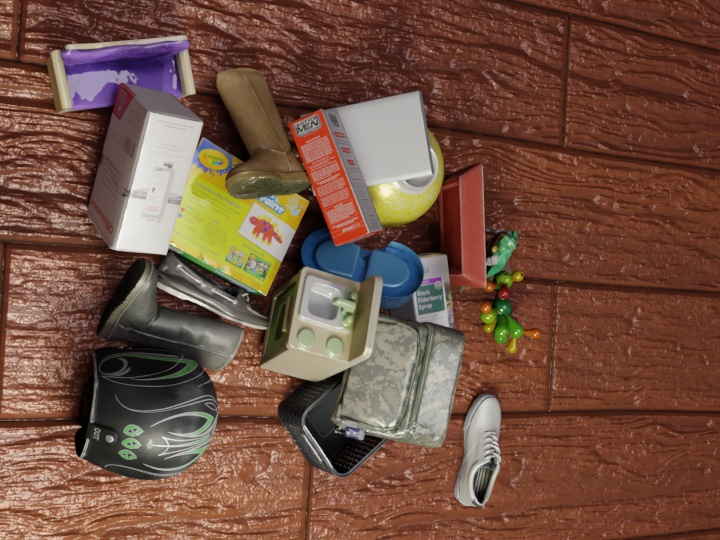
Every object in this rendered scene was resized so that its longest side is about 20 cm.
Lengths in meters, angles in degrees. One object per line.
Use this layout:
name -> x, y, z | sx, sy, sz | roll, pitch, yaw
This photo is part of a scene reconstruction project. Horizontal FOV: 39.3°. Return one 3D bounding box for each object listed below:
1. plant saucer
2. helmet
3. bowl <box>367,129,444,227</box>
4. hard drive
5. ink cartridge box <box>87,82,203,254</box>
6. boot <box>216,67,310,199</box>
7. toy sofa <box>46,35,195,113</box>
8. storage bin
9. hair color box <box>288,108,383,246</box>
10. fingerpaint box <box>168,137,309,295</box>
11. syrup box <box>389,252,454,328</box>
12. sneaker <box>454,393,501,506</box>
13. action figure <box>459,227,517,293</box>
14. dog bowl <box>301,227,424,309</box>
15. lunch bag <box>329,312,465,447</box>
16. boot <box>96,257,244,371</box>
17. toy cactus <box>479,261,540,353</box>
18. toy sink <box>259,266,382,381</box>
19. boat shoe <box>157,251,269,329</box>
plant saucer -> 0.165, -0.072, 1.684 | 0.037, 0.200, 0.201 | -2, 91, -9
helmet -> -0.295, 0.201, 1.426 | 0.190, 0.200, 0.201 | 9, 86, -21
bowl -> 0.067, -0.170, 1.669 | 0.199, 0.108, 0.201 | -1, 92, -29
hard drive -> 0.010, -0.200, 1.602 | 0.027, 0.199, 0.133 | -18, 99, -71
ink cartridge box -> -0.304, -0.141, 1.404 | 0.083, 0.146, 0.201 | 7, 110, -33
boot -> -0.171, -0.206, 1.499 | 0.175, 0.066, 0.201 | -4, 67, -59
toy sofa -> -0.339, -0.281, 1.445 | 0.199, 0.097, 0.083 | -13, 97, -29
storage bin -> -0.016, 0.222, 1.638 | 0.200, 0.094, 0.135 | -39, 109, -22
hair color box -> -0.036, -0.142, 1.555 | 0.061, 0.101, 0.201 | -21, 89, 15
fingerpaint box -> -0.204, -0.080, 1.537 | 0.200, 0.073, 0.167 | 29, 78, -27
syrup box -> 0.103, 0.074, 1.708 | 0.078, 0.081, 0.201 | -9, 96, -31
sneaker -> 0.222, 0.321, 1.785 | 0.073, 0.071, 0.201 | 12, 85, -29
action figure -> 0.220, -0.031, 1.704 | 0.055, 0.200, 0.118 | 30, 74, -7
dog bowl -> 0.000, 0.000, 1.619 | 0.199, 0.050, 0.112 | 15, 52, -2
lunch bag -> 0.052, 0.167, 1.551 | 0.167, 0.139, 0.201 | 16, 83, -14
boot -> -0.262, 0.071, 1.467 | 0.199, 0.182, 0.073 | 23, 48, -21
toy cactus -> 0.255, 0.042, 1.768 | 0.200, 0.102, 0.166 | 65, 22, -52
toy sink -> -0.066, 0.078, 1.526 | 0.112, 0.200, 0.131 | 17, 68, -22
boat shoe -> -0.217, 0.033, 1.533 | 0.199, 0.067, 0.057 | 25, 94, -25
